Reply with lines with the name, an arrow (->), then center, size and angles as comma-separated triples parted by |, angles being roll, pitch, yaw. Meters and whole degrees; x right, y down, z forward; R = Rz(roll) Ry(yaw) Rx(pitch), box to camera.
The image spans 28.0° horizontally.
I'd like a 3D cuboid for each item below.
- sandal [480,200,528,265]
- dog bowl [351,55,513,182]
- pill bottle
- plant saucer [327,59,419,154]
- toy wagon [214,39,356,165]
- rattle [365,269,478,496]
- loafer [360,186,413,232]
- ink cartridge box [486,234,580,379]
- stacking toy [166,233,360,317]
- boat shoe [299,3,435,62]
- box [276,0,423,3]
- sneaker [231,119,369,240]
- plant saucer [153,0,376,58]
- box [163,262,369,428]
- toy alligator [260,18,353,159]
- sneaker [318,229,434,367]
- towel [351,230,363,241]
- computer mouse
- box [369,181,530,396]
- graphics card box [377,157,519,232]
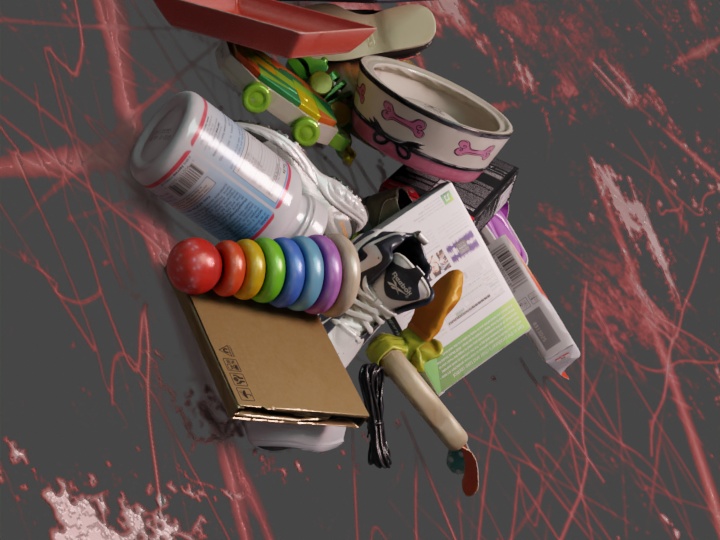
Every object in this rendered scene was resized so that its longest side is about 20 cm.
sandal -> 0.172, -0.093, 1.938 | 0.204, 0.050, 0.082 | 57, 33, 0
dog bowl -> 0.076, -0.174, 1.693 | 0.198, 0.074, 0.201 | 22, 20, -8
pill bottle -> -0.132, -0.087, 1.495 | 0.199, 0.108, 0.110 | 37, 39, -28
plant saucer -> 0.033, -0.227, 1.835 | 0.198, 0.036, 0.202 | 23, 41, -21
toy wagon -> -0.078, -0.191, 1.645 | 0.199, 0.040, 0.156 | 33, 16, -23
rattle -> 0.108, 0.125, 1.592 | 0.143, 0.130, 0.200 | -42, 91, -17
loafer -> 0.075, -0.014, 1.703 | 0.201, 0.069, 0.075 | 51, 33, -4
ink cartridge box -> 0.222, 0.050, 1.805 | 0.163, 0.050, 0.200 | 59, 11, 17
stacking toy -> -0.101, 0.002, 1.428 | 0.198, 0.085, 0.086 | 2, 61, -35
boat shoe -> -0.007, -0.290, 1.792 | 0.198, 0.063, 0.075 | -4, 81, -6
box -> -0.019, -0.357, 1.782 | 0.157, 0.198, 0.052 | -19, 113, -55
sneaker -> -0.084, -0.093, 1.596 | 0.199, 0.074, 0.080 | 39, 73, -10
plant saucer -> -0.109, -0.278, 1.633 | 0.198, 0.037, 0.199 | 19, 17, 21
box -> -0.093, 0.070, 1.428 | 0.162, 0.021, 0.201 | 9, 38, -39
toy alligator -> -0.048, -0.228, 1.741 | 0.054, 0.059, 0.202 | -30, 88, -20
sneaker -> 0.012, 0.032, 1.522 | 0.080, 0.129, 0.200 | 48, 58, -17
towel -> 0.000, 0.000, 1.674 | 0.087, 0.018, 0.200 | 59, 33, 0
computer mouse -> -0.036, 0.150, 1.464 | 0.199, 0.043, 0.111 | 3, 86, -48
box -> 0.091, 0.021, 1.663 | 0.143, 0.036, 0.202 | -33, 99, -17
graphics card box -> 0.110, -0.099, 1.811 | 0.124, 0.051, 0.200 | 23, 32, 13
